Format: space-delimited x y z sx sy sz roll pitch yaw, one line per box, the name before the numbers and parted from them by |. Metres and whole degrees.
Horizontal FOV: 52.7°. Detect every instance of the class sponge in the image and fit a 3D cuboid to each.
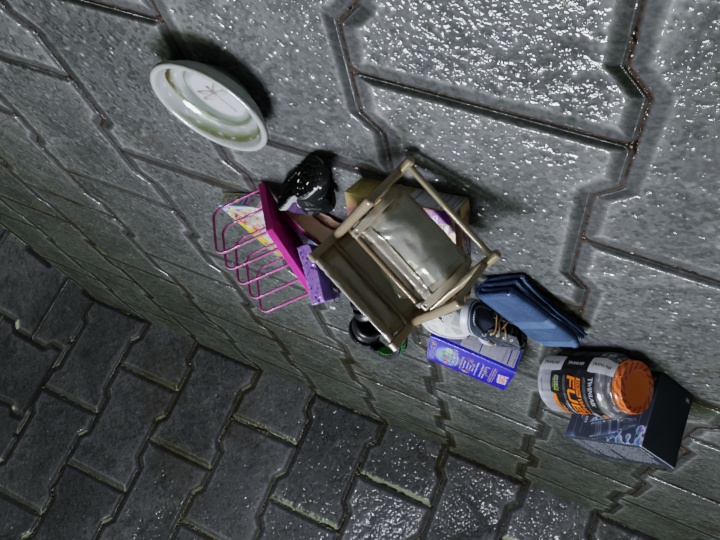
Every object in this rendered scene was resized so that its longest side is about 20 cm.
sponge | -0.080 0.008 1.439 0.029 0.113 0.200 -16 178 7

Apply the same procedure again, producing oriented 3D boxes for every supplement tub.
supplement tub | 0.450 0.218 1.397 0.122 0.124 0.199 34 159 -24

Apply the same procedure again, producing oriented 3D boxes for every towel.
towel | 0.309 0.075 1.317 0.199 0.049 0.111 34 159 -26

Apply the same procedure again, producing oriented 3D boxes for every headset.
headset | 0.022 0.079 1.379 0.199 0.093 0.125 38 142 30

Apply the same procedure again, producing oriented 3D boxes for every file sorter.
file sorter | -0.189 -0.036 1.414 0.124 0.140 0.201 -23 135 7

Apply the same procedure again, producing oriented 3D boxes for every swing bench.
swing bench | 0.060 -0.019 1.075 0.199 0.130 0.200 47 143 -3

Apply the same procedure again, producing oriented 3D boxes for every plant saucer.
plant saucer | -0.222 -0.262 1.111 0.198 0.051 0.201 24 161 8

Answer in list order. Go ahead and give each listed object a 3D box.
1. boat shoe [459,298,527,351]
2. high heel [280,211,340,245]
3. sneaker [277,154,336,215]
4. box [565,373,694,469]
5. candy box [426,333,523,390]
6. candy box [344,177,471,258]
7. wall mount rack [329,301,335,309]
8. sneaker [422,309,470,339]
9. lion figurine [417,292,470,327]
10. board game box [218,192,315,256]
boat shoe | 0.265 0.107 1.426 0.090 0.072 0.200 9 167 31
high heel | -0.067 -0.073 1.372 0.198 0.068 0.096 22 172 21
sneaker | -0.071 -0.139 1.240 0.086 0.077 0.199 16 169 -21
box | 0.532 0.292 1.447 0.106 0.150 0.199 32 160 -22
candy box | 0.254 0.181 1.626 0.198 0.078 0.170 23 160 11
candy box | 0.076 -0.070 1.154 0.198 0.056 0.118 16 129 31
wall mount rack | 0.025 0.097 1.703 0.199 0.075 0.173 38 158 -34
sneaker | 0.141 0.082 1.476 0.198 0.077 0.115 25 177 8
lion figurine | 0.129 0.050 1.311 0.121 0.073 0.200 -28 170 18
board game box | -0.189 -0.093 1.541 0.133 0.035 0.200 7 153 43
